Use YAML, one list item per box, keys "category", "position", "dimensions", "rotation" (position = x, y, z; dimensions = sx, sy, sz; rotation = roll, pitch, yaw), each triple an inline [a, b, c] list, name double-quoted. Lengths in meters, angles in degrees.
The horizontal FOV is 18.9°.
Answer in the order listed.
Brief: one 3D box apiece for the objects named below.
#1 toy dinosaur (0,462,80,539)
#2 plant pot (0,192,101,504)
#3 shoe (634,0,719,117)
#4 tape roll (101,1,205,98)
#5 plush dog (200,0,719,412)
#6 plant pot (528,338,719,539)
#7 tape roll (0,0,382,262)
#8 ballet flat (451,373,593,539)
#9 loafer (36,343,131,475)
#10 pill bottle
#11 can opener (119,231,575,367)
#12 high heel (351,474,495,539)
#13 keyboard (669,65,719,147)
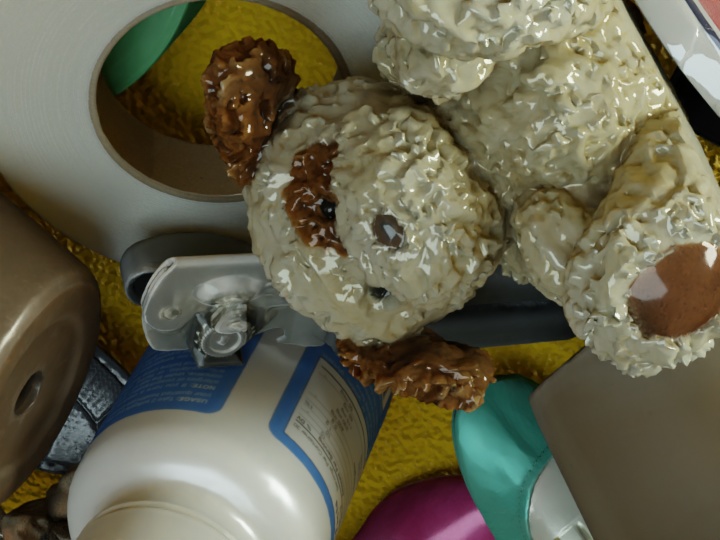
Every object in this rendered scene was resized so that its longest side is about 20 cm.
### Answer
- category: "toy dinosaur"
  position: [-0.137, 0.147, 1.010]
  dimensions: [0.200, 0.086, 0.135]
  rotation: [35, 140, -22]
- category: "plant pot"
  position: [-0.209, 0.016, 0.887]
  dimensions: [0.174, 0.200, 0.200]
  rotation: [26, 123, 13]
- category: "shoe"
  position: [0.181, -0.077, 0.818]
  dimensions: [0.091, 0.071, 0.200]
  rotation: [-39, 84, 13]
- category: "tape roll"
  position: [-0.154, -0.162, 0.907]
  dimensions: [0.200, 0.048, 0.201]
  rotation: [8, 120, 14]
- category: "plush dog"
  position: [0.034, -0.043, 0.824]
  dimensions: [0.172, 0.160, 0.200]
  rotation: [-29, 104, 13]
- category: "plant pot"
  position: [0.166, 0.081, 0.871]
  dimensions: [0.174, 0.200, 0.200]
  rotation: [50, 122, 5]
- category: "tape roll"
  position: [-0.057, -0.079, 0.885]
  dimensions: [0.202, 0.037, 0.203]
  rotation: [-2, 132, -3]
- category: "ballet flat"
  position: [0.109, 0.131, 0.969]
  dimensions: [0.070, 0.067, 0.200]
  rotation: [16, 138, 58]
- category: "loafer"
  position: [-0.188, 0.039, 1.034]
  dimensions: [0.200, 0.063, 0.072]
  rotation: [23, 93, -1]
- category: "pill bottle"
  position: [-0.059, 0.087, 0.922]
  dimensions: [0.112, 0.200, 0.112]
  rotation: [8, 123, 13]
- category: "can opener"
  position: [0.000, 0.000, 0.912]
  dimensions: [0.200, 0.067, 0.053]
  rotation: [-4, 134, -20]
- category: "high heel"
  position: [-0.005, 0.167, 1.014]
  dimensions: [0.200, 0.096, 0.067]
  rotation: [-30, 106, 29]
- category: "keyboard"
  position: [0.211, -0.112, 0.834]
  dimensions: [0.127, 0.021, 0.200]
  rotation: [30, 124, 7]
